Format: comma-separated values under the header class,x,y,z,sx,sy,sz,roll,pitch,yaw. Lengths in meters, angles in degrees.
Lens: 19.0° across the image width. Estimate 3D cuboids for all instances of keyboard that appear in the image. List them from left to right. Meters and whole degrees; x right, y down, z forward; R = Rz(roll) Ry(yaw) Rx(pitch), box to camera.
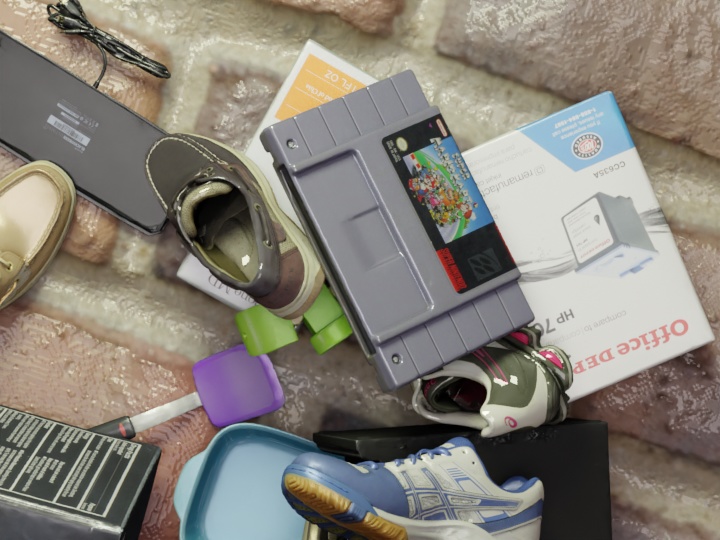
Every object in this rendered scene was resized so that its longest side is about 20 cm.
class,x,y,z,sx,sy,sz,roll,pitch,yaw
keyboard,-0.206,-0.127,1.625,0.200,0.021,0.127,32,96,-2

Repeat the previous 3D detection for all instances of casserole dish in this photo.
class,x,y,z,sx,sy,sz,roll,pitch,yaw
casserole dish,-0.042,0.189,1.617,0.199,0.039,0.122,19,90,-1

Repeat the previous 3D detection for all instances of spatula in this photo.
class,x,y,z,sx,sy,sz,roll,pitch,yaw
spatula,-0.157,0.111,1.624,0.199,0.021,0.057,-21,92,0

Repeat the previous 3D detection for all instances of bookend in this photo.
class,x,y,z,sx,sy,sz,roll,pitch,yaw
bookend,0.077,0.212,1.561,0.198,0.092,0.201,-3,90,-22

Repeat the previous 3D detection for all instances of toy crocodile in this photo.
class,x,y,z,sx,sy,sz,roll,pitch,yaw
toy crocodile,0.000,0.000,1.541,0.200,0.062,0.068,-36,88,-5

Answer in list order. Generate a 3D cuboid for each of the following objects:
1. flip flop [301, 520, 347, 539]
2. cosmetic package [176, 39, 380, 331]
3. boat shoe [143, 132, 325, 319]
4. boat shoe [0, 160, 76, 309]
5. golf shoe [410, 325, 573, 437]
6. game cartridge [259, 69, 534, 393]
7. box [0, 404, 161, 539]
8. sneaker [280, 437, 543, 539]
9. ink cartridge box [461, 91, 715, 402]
class,x,y,z,sx,sy,sz,roll,pitch,yaw
flip flop,-0.058,0.260,1.569,0.057,0.081,0.201,18,95,17
cosmetic package,-0.045,-0.059,1.600,0.101,0.071,0.200,29,91,-1
boat shoe,-0.099,-0.042,1.517,0.072,0.065,0.200,-49,51,10
boat shoe,-0.287,0.003,1.597,0.074,0.069,0.200,39,91,-2
golf shoe,0.059,0.062,1.549,0.088,0.200,0.077,-24,122,-38
game cartridge,0.028,-0.031,1.489,0.129,0.038,0.201,-25,86,-23
box,-0.261,0.180,1.526,0.198,0.200,0.124,15,102,0
sneaker,0.037,0.150,1.465,0.200,0.075,0.088,24,75,-28
ink cartridge box,0.157,-0.013,1.595,0.146,0.086,0.201,-23,88,1
